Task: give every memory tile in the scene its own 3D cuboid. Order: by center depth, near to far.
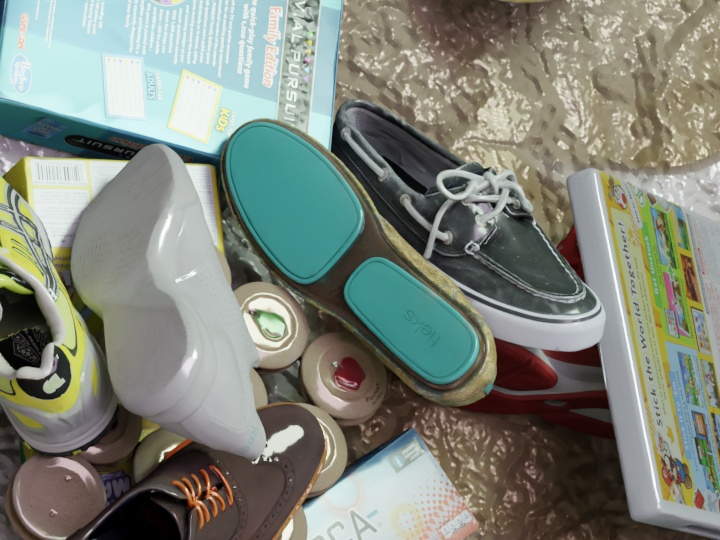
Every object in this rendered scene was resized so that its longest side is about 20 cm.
[{"bbox_3d":[-0.082,0.085,1.540,0.153,0.017,0.200,34,59,-8],"label":"memory tile"}]

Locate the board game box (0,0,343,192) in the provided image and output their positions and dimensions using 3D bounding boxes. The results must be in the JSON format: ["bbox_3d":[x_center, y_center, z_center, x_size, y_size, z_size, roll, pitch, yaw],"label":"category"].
[{"bbox_3d":[-0.110,-0.131,1.642,0.199,0.047,0.151,15,68,-24],"label":"board game box"}]

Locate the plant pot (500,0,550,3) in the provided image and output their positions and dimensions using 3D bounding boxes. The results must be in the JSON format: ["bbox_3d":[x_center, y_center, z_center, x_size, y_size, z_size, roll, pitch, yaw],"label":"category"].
[{"bbox_3d":[0.133,-0.256,1.751,0.142,0.200,0.201,-6,75,-56],"label":"plant pot"}]

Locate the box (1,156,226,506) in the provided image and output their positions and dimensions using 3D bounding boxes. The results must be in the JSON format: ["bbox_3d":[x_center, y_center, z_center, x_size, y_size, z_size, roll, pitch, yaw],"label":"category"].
[{"bbox_3d":[-0.124,0.043,1.579,0.117,0.048,0.201,2,70,-28],"label":"box"}]

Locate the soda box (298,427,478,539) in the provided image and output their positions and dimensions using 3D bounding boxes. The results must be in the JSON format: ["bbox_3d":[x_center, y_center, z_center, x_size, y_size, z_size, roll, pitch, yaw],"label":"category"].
[{"bbox_3d":[-0.035,0.166,1.576,0.200,0.064,0.068,-34,90,-33],"label":"soda box"}]

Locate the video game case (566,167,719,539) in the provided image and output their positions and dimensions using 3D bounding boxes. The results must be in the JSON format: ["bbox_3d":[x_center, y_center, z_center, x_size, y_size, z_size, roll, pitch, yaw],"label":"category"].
[{"bbox_3d":[0.184,0.054,1.700,0.182,0.023,0.201,18,58,-56],"label":"video game case"}]

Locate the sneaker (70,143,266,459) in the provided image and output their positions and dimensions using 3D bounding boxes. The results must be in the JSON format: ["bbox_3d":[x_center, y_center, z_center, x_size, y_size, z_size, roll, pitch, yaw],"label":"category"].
[{"bbox_3d":[-0.090,0.021,1.512,0.088,0.075,0.200,38,25,-35],"label":"sneaker"}]

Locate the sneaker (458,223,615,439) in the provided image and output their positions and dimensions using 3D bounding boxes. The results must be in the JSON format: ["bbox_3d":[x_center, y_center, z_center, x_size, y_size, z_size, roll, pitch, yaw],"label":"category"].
[{"bbox_3d":[0.092,0.019,1.699,0.200,0.078,0.116,22,55,-34],"label":"sneaker"}]

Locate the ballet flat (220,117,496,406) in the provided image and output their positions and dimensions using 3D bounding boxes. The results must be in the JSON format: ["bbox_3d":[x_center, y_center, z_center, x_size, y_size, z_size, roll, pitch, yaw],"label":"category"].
[{"bbox_3d":[0.000,0.000,1.594,0.071,0.071,0.200,-31,64,-32],"label":"ballet flat"}]

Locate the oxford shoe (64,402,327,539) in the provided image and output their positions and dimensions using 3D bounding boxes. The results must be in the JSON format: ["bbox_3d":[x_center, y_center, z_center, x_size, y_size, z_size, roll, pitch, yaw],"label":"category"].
[{"bbox_3d":[-0.082,0.124,1.470,0.200,0.073,0.071,-38,87,-32],"label":"oxford shoe"}]

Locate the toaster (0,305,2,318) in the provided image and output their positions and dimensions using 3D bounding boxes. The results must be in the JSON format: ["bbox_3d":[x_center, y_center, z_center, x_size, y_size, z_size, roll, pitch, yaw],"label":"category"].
[{"bbox_3d":[-0.286,-0.015,1.435,0.119,0.200,0.181,-34,98,-28],"label":"toaster"}]

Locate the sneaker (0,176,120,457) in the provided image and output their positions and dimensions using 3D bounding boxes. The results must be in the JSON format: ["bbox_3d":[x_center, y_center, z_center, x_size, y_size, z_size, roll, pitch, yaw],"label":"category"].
[{"bbox_3d":[-0.185,-0.002,1.498,0.075,0.076,0.200,-34,65,-10],"label":"sneaker"}]

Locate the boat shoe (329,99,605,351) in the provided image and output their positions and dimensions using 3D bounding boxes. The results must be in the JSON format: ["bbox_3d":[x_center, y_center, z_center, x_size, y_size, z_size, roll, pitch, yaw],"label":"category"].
[{"bbox_3d":[0.058,-0.029,1.627,0.073,0.068,0.199,-16,43,-40],"label":"boat shoe"}]
